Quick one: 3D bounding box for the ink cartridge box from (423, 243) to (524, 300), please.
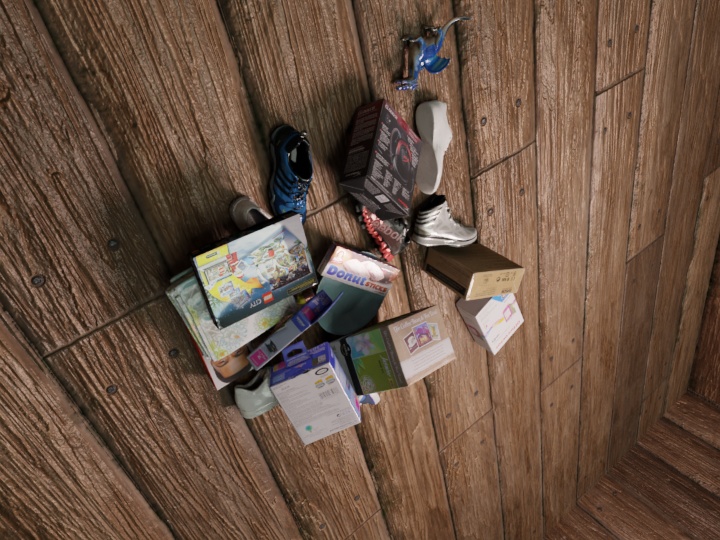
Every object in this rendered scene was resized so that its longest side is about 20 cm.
[{"bbox_3d":[0.285,-0.002,1.351,0.198,0.164,0.076,-5,117,-36],"label":"ink cartridge box"}]

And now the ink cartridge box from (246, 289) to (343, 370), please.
[{"bbox_3d":[-0.127,0.107,1.049,0.199,0.042,0.119,-38,-177,27],"label":"ink cartridge box"}]

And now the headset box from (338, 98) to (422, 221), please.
[{"bbox_3d":[0.047,-0.226,1.070,0.148,0.074,0.203,34,59,-44],"label":"headset box"}]

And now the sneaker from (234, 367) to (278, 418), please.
[{"bbox_3d":[-0.177,0.237,1.160,0.198,0.075,0.090,-27,122,-23],"label":"sneaker"}]

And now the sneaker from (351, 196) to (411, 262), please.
[{"bbox_3d":[0.052,-0.107,1.164,0.097,0.071,0.201,-25,133,9],"label":"sneaker"}]

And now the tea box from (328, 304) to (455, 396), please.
[{"bbox_3d":[0.070,0.180,1.202,0.199,0.195,0.136,-15,84,-48],"label":"tea box"}]

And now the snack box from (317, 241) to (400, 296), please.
[{"bbox_3d":[0.000,0.000,1.165,0.198,0.024,0.073,20,106,-41],"label":"snack box"}]

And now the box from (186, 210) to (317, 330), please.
[{"bbox_3d":[-0.181,-0.003,0.928,0.198,0.038,0.139,-26,118,-25],"label":"box"}]

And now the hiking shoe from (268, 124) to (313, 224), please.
[{"bbox_3d":[-0.127,-0.163,0.999,0.074,0.086,0.203,-21,123,-28],"label":"hiking shoe"}]

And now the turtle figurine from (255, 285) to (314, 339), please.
[{"bbox_3d":[-0.169,0.056,1.069,0.160,0.064,0.202,-26,136,-20],"label":"turtle figurine"}]

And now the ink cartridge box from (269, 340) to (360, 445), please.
[{"bbox_3d":[-0.096,0.240,1.094,0.135,0.077,0.202,-23,117,4],"label":"ink cartridge box"}]

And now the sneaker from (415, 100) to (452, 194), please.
[{"bbox_3d":[0.171,-0.274,1.196,0.088,0.075,0.203,-24,124,-41],"label":"sneaker"}]

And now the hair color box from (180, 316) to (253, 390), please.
[{"bbox_3d":[-0.276,0.122,1.041,0.101,0.061,0.202,-29,127,-24],"label":"hair color box"}]

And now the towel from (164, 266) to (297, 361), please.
[{"bbox_3d":[-0.227,0.048,0.968,0.199,0.048,0.173,-32,121,-20],"label":"towel"}]

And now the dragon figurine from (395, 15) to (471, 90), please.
[{"bbox_3d":[0.143,-0.440,1.093,0.199,0.059,0.100,-36,129,-18],"label":"dragon figurine"}]

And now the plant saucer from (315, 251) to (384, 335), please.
[{"bbox_3d":[-0.027,0.047,1.215,0.199,0.039,0.204,-18,122,-31],"label":"plant saucer"}]

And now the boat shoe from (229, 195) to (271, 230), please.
[{"bbox_3d":[-0.173,-0.057,1.029,0.072,0.065,0.201,-40,131,-16],"label":"boat shoe"}]

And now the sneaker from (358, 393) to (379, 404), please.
[{"bbox_3d":[-0.048,0.303,1.307,0.146,0.081,0.201,-38,134,-6],"label":"sneaker"}]

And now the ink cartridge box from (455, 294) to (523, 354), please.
[{"bbox_3d":[0.375,0.122,1.539,0.145,0.084,0.201,-45,133,-11],"label":"ink cartridge box"}]

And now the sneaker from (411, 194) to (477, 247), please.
[{"bbox_3d":[0.217,-0.122,1.298,0.198,0.075,0.117,-5,116,-34],"label":"sneaker"}]
